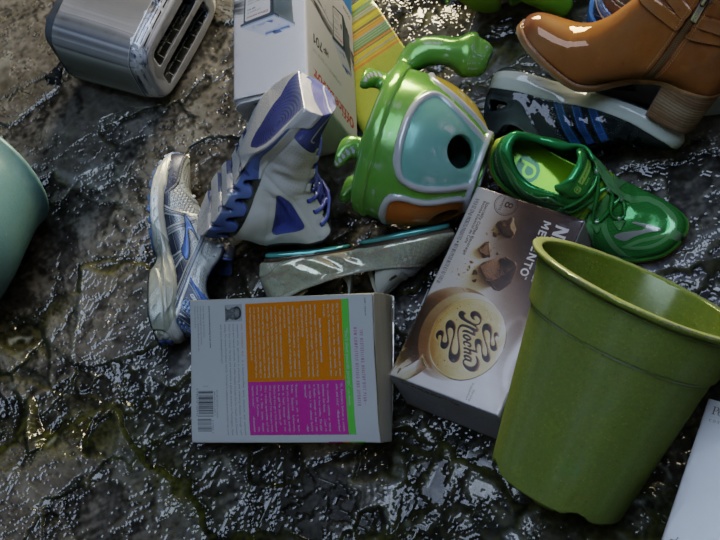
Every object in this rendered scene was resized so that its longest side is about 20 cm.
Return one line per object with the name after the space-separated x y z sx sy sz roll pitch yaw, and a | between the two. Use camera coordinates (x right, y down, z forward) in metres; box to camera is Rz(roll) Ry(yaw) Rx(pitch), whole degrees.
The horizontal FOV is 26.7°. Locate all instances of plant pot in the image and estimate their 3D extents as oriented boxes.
-0.422 -0.041 1.526 0.198 0.201 0.188 25 57 25 | plant pot
0.200 0.101 1.266 0.199 0.199 0.192 27 103 26 | plant pot

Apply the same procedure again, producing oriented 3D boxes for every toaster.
-0.245 -0.271 1.625 0.128 0.114 0.202 19 69 21 | toaster

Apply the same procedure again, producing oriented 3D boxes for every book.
-0.067 0.092 1.394 0.197 0.048 0.136 -2 86 26 | book

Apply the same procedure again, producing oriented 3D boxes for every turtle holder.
0.061 -0.127 1.454 0.130 0.142 0.187 18 53 9 | turtle holder

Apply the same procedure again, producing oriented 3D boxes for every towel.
0.020 -0.192 1.568 0.086 0.018 0.201 -33 61 4 | towel

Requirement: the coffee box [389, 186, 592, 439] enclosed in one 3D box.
0.123 0.039 1.385 0.112 0.080 0.202 19 72 24 | coffee box

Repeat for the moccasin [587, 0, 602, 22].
0.294 -0.316 1.525 0.068 0.080 0.202 23 83 17 | moccasin

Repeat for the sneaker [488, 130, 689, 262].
0.207 -0.068 1.400 0.198 0.084 0.075 25 84 7 | sneaker

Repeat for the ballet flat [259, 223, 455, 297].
0.000 0.000 1.461 0.197 0.067 0.063 -9 91 15 | ballet flat

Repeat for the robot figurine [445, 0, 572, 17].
0.164 -0.337 1.541 0.198 0.116 0.177 -22 54 4 | robot figurine

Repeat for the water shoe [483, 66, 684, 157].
0.214 -0.135 1.467 0.198 0.071 0.080 20 99 22 | water shoe

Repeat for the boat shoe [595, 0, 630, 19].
0.323 -0.262 1.442 0.197 0.073 0.073 1 59 -13 | boat shoe

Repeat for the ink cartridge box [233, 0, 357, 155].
-0.066 -0.233 1.523 0.085 0.146 0.203 -11 67 16 | ink cartridge box

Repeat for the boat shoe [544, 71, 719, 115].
0.277 -0.198 1.469 0.198 0.069 0.057 11 67 23 | boat shoe

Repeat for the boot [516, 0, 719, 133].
0.251 -0.228 1.366 0.198 0.156 0.074 24 43 2 | boot

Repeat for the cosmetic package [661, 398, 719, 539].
0.307 0.221 1.241 0.106 0.085 0.202 13 69 25 | cosmetic package

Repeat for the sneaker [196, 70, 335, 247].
-0.063 -0.092 1.443 0.200 0.114 0.081 -51 31 35 | sneaker

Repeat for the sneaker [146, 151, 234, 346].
-0.165 -0.023 1.511 0.084 0.077 0.203 -4 70 2 | sneaker
